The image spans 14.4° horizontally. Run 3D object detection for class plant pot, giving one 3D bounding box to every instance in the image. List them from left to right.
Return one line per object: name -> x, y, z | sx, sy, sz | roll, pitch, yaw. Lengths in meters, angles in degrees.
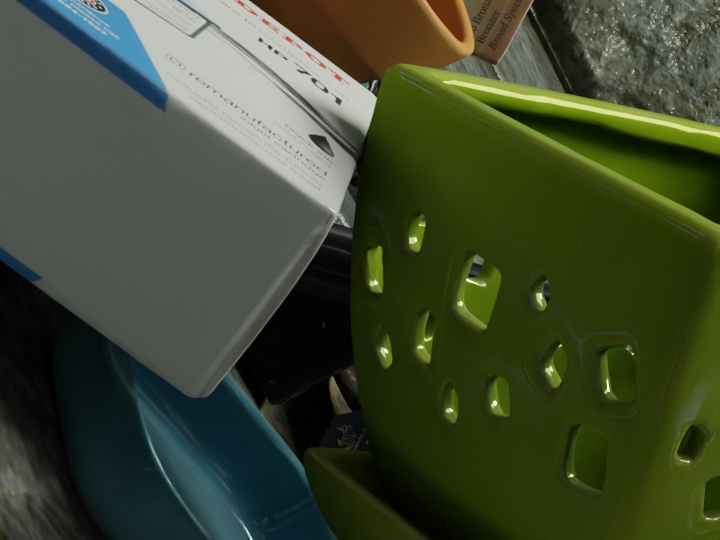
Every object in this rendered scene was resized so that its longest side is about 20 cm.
plant pot -> -0.054, -0.160, 1.345 | 0.200, 0.140, 0.200 | 59, 12, -21
plant pot -> 0.107, 0.051, 1.007 | 0.200, 0.182, 0.199 | 10, 15, -37

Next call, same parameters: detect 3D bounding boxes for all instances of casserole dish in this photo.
casserole dish -> -0.055, 0.084, 1.027 | 0.200, 0.039, 0.121 | 54, 14, -43

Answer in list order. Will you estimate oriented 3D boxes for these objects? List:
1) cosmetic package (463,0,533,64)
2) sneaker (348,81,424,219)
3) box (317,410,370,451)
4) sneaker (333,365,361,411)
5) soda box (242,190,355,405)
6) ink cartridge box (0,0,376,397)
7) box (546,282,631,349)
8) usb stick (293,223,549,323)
cosmetic package -> 0.002, -0.200, 1.484 | 0.200, 0.103, 0.087 | 22, 22, -12
sneaker -> -0.007, -0.090, 1.535 | 0.200, 0.084, 0.121 | 56, 5, 6
box -> 0.094, 0.128, 1.224 | 0.200, 0.158, 0.051 | 45, 54, -27
sneaker -> 0.026, 0.044, 1.329 | 0.080, 0.071, 0.200 | 58, -3, -26
soda box -> -0.055, -0.047, 1.247 | 0.200, 0.071, 0.063 | 61, 12, -8
ink cartridge box -> -0.080, -0.053, 0.999 | 0.146, 0.086, 0.200 | 36, 15, -5
box -> 0.134, 0.095, 1.343 | 0.200, 0.109, 0.128 | 70, 10, -46
usb stick -> 0.000, 0.000, 1.161 | 0.055, 0.200, 0.033 | 41, 65, -78
